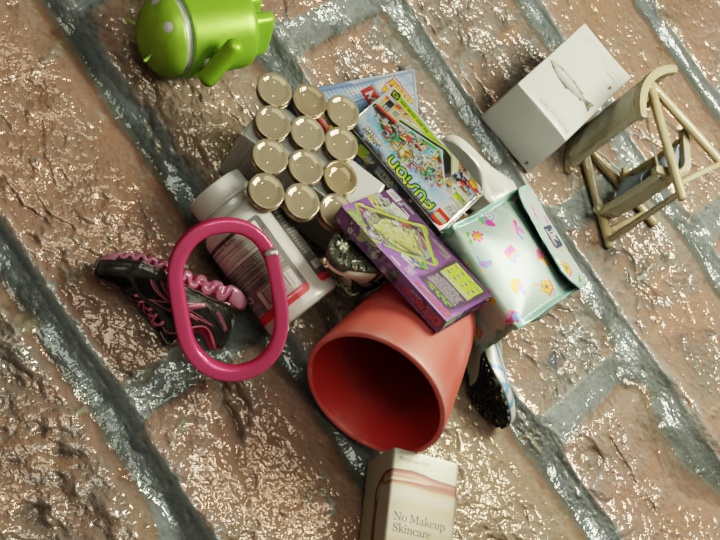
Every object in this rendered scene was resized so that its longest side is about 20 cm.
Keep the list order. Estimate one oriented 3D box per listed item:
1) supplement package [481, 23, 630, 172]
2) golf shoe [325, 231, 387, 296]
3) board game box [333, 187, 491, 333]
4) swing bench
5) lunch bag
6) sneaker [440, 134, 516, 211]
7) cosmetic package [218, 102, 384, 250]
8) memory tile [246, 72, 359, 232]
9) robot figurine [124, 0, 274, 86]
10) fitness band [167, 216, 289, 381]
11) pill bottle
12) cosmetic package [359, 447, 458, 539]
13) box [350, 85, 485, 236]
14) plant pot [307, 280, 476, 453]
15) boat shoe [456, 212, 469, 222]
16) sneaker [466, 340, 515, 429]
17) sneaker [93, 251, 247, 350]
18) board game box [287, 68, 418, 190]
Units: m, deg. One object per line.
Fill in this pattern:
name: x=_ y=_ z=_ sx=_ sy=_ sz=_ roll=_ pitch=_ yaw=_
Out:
supplement package: x=0.305 y=-0.270 z=1.891 sx=0.117 sy=0.117 sz=0.200 roll=48 pitch=57 yaw=-2
golf shoe: x=0.000 y=0.000 z=1.588 sx=0.077 sy=0.088 sz=0.199 roll=43 pitch=17 yaw=16
board game box: x=0.067 y=-0.017 z=1.547 sx=0.200 sy=0.032 sz=0.120 roll=48 pitch=32 yaw=15
swing bench: x=0.428 y=-0.175 z=1.865 sx=0.129 sy=0.199 sz=0.202 roll=-23 pitch=80 yaw=-32
lunch bag: x=0.209 y=-0.013 z=1.655 sx=0.199 sy=0.122 sz=0.172 roll=-27 pitch=82 yaw=-33
sneaker: x=0.187 y=-0.130 z=1.806 sx=0.201 sy=0.075 sz=0.089 roll=50 pitch=44 yaw=-15
cosmetic package: x=-0.080 y=-0.125 z=1.638 sx=0.199 sy=0.113 sz=0.082 roll=37 pitch=58 yaw=-6
memory tile: x=-0.073 y=-0.154 z=1.579 sx=0.151 sy=0.017 sz=0.203 roll=13 pitch=63 yaw=-21
robot figurine: x=-0.217 y=-0.325 z=1.647 sx=0.198 sy=0.116 sz=0.177 roll=-14 pitch=60 yaw=-29
fitness band: x=-0.161 y=0.036 z=1.482 sx=0.141 sy=0.037 sz=0.203 roll=-10 pitch=101 yaw=-8
pill bottle: x=-0.131 y=-0.027 z=1.570 sx=0.110 sy=0.111 sz=0.201 roll=-35 pitch=88 yaw=-33
cosmetic package: x=0.058 y=0.339 z=1.528 sx=0.102 sy=0.087 sz=0.203 roll=15 pitch=63 yaw=-20
box: x=0.073 y=-0.149 z=1.698 sx=0.200 sy=0.035 sz=0.110 roll=49 pitch=57 yaw=-2
plant pot: x=0.054 y=0.106 z=1.573 sx=0.200 sy=0.200 sz=0.178 roll=42 pitch=46 yaw=-5
boat shoe: x=0.175 y=-0.038 z=1.755 sx=0.199 sy=0.076 sz=0.072 roll=32 pitch=56 yaw=-14
sneaker: x=0.177 y=0.120 z=1.693 sx=0.072 sy=0.072 sz=0.203 roll=-13 pitch=79 yaw=-38
sneaker: x=-0.243 y=0.042 z=1.515 sx=0.198 sy=0.079 sz=0.097 roll=21 pitch=78 yaw=-15
board game box: x=0.027 y=-0.201 z=1.753 sx=0.199 sy=0.062 sz=0.201 roll=-32 pitch=86 yaw=-32
